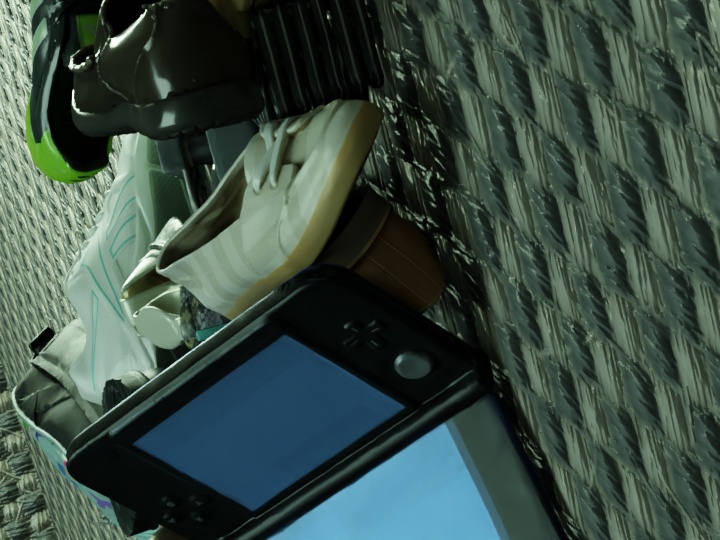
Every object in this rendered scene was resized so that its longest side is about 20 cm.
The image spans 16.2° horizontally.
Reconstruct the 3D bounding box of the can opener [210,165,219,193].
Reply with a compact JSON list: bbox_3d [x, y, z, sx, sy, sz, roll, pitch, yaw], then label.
[{"bbox_3d":[-0.069,-0.090,1.443,0.200,0.066,0.053,-118,16,-47],"label":"can opener"}]

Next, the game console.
[{"bbox_3d":[-0.023,0.119,1.238,0.170,0.200,0.119,32,-144,-34],"label":"game console"}]

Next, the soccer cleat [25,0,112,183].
[{"bbox_3d":[-0.154,-0.148,1.407,0.081,0.067,0.202,-168,77,-67],"label":"soccer cleat"}]

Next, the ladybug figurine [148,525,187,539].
[{"bbox_3d":[-0.076,0.232,1.414,0.072,0.135,0.201,-42,58,34],"label":"ladybug figurine"}]

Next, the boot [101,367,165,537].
[{"bbox_3d":[-0.062,0.085,1.445,0.198,0.161,0.074,111,138,-67],"label":"boot"}]

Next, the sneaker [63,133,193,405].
[{"bbox_3d":[-0.143,-0.012,1.549,0.070,0.080,0.202,38,-132,-54],"label":"sneaker"}]

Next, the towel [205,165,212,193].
[{"bbox_3d":[-0.096,-0.072,1.538,0.153,0.023,0.201,-98,-16,-74],"label":"towel"}]

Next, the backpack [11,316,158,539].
[{"bbox_3d":[-0.115,0.088,1.632,0.151,0.177,0.200,51,170,-22],"label":"backpack"}]

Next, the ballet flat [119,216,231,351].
[{"bbox_3d":[-0.100,0.013,1.427,0.200,0.072,0.073,-152,44,-72],"label":"ballet flat"}]

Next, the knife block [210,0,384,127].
[{"bbox_3d":[-0.051,-0.166,1.256,0.176,0.064,0.201,110,137,-68],"label":"knife block"}]

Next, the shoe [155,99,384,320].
[{"bbox_3d":[-0.046,-0.030,1.230,0.200,0.053,0.070,-46,21,56],"label":"shoe"}]

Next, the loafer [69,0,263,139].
[{"bbox_3d":[-0.095,-0.106,1.228,0.200,0.073,0.072,-169,67,-68],"label":"loafer"}]

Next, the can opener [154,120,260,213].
[{"bbox_3d":[-0.092,-0.126,1.369,0.053,0.066,0.202,35,-138,-79],"label":"can opener"}]

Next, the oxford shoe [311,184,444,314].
[{"bbox_3d":[0.000,0.000,1.304,0.071,0.072,0.200,37,179,-9],"label":"oxford shoe"}]
